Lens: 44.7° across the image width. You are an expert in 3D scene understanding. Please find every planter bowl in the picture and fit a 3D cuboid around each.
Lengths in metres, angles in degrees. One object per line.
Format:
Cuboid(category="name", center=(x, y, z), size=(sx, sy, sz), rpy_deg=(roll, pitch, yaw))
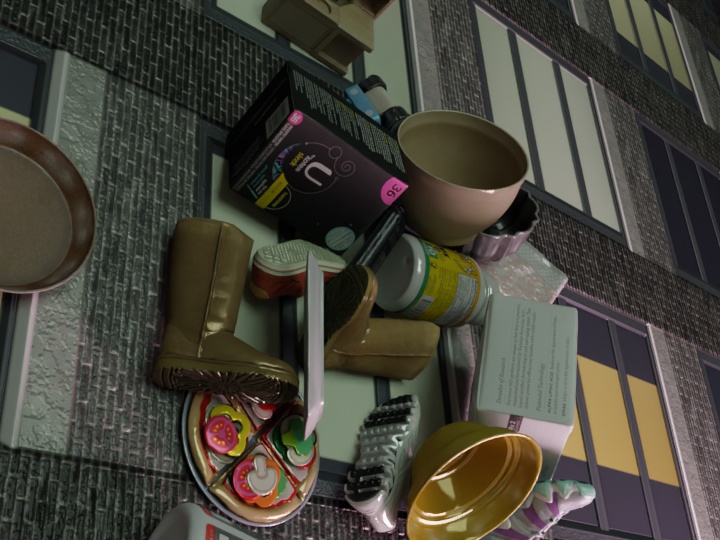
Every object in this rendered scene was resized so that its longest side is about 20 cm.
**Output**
Cuboid(category="planter bowl", center=(0.127, 0.254, 1.109), size=(0.198, 0.203, 0.084), rpy_deg=(17, 24, -39))
Cuboid(category="planter bowl", center=(0.135, -0.125, 1.294), size=(0.195, 0.137, 0.203), rpy_deg=(9, 40, -7))

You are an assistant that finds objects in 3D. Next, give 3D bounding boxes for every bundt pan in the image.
Cuboid(category="bundt pan", center=(0.189, -0.088, 1.435), size=(0.197, 0.077, 0.204), rpy_deg=(9, 38, -7))

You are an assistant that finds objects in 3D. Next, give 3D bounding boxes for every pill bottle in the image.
Cuboid(category="pill bottle", center=(-0.118, 0.325, 0.878), size=(0.198, 0.115, 0.118), rpy_deg=(35, 45, -26))
Cuboid(category="pill bottle", center=(0.117, 0.022, 1.313), size=(0.197, 0.112, 0.115), rpy_deg=(17, 54, -38))

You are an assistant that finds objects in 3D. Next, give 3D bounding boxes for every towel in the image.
Cuboid(category="towel", center=(0.251, -0.006, 1.493), size=(0.200, 0.032, 0.190), rpy_deg=(43, 39, 8))

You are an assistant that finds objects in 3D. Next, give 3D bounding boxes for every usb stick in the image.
Cuboid(category="usb stick", center=(0.000, 0.000, 1.200), size=(0.032, 0.056, 0.201), rpy_deg=(25, 65, 23))

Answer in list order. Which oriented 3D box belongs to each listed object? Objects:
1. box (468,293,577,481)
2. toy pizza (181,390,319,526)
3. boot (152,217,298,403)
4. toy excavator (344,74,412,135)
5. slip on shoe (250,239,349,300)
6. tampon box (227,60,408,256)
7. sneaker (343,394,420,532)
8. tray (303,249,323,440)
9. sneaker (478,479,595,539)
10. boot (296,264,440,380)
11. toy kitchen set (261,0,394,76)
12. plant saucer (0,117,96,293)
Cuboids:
Cuboid(category="box", center=(0.223, 0.178, 1.240), size=(0.127, 0.201, 0.203), rpy_deg=(9, 49, 7))
Cuboid(category="toy pizza", center=(-0.119, 0.193, 1.024), size=(0.198, 0.031, 0.204), rpy_deg=(26, 50, -34))
Cuboid(category="boot", center=(-0.146, 0.041, 1.016), size=(0.171, 0.067, 0.204), rpy_deg=(12, 55, -12))
Cuboid(category="toy excavator", center=(-0.029, -0.212, 1.311), size=(0.197, 0.196, 0.101), rpy_deg=(-29, 62, -10))
Cuboid(category="slip on shoe", center=(-0.081, 0.001, 1.166), size=(0.073, 0.062, 0.199), rpy_deg=(31, 19, 23))
Cuboid(category="tampon box", center=(-0.060, -0.148, 1.184), size=(0.198, 0.150, 0.128), rpy_deg=(30, 31, -30))
Cuboid(category="sneaker", center=(0.038, 0.246, 1.138), size=(0.082, 0.074, 0.201), rpy_deg=(61, 35, -27))
Cuboid(category="tray", center=(-0.056, 0.089, 1.042), size=(0.022, 0.108, 0.205), rpy_deg=(1, 65, -5))
Cuboid(category="sneaker", center=(0.228, 0.361, 1.169), size=(0.077, 0.196, 0.143), rpy_deg=(23, 54, -57))
Cuboid(category="boot", center=(0.030, 0.072, 1.159), size=(0.197, 0.176, 0.067), rpy_deg=(9, 41, -39))
Cuboid(category="toy kitchen set", center=(-0.036, -0.473, 1.418), size=(0.178, 0.162, 0.204), rpy_deg=(26, 49, -33))
Cuboid(category="plant saucer", center=(-0.374, -0.065, 0.915), size=(0.198, 0.034, 0.204), rpy_deg=(26, 50, -35))
